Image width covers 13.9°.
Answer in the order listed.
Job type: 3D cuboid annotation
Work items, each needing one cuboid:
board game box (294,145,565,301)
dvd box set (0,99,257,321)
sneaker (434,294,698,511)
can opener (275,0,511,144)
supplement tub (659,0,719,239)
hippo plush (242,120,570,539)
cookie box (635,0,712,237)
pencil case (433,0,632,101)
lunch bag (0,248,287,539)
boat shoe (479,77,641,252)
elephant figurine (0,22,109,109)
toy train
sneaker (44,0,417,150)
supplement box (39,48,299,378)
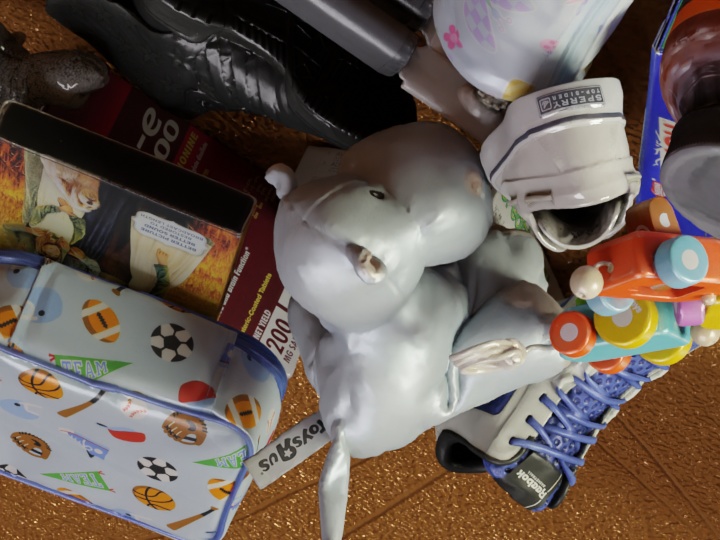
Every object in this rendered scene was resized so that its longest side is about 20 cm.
[{"bbox_3d":[0.050,0.007,1.698,0.126,0.035,0.200,9,148,27],"label":"board game box"},{"bbox_3d":[-0.145,-0.001,1.624,0.146,0.029,0.200,22,144,0],"label":"dvd box set"},{"bbox_3d":[0.117,0.070,1.621,0.199,0.116,0.081,-22,137,31],"label":"sneaker"},{"bbox_3d":[0.010,-0.121,1.488,0.200,0.053,0.066,35,152,-18],"label":"can opener"},{"bbox_3d":[0.187,-0.107,1.206,0.107,0.201,0.107,20,153,10],"label":"supplement tub"},{"bbox_3d":[0.000,0.000,1.521,0.159,0.200,0.161,40,159,47],"label":"hippo plush"},{"bbox_3d":[0.236,-0.056,1.390,0.199,0.075,0.171,19,154,11],"label":"cookie box"},{"bbox_3d":[0.099,-0.150,1.328,0.091,0.083,0.200,58,154,9],"label":"pencil case"},{"bbox_3d":[-0.148,0.072,1.629,0.199,0.076,0.160,22,146,-1],"label":"lunch bag"},{"bbox_3d":[0.102,-0.042,1.416,0.072,0.066,0.200,-11,172,-5],"label":"boat shoe"},{"bbox_3d":[-0.254,-0.135,1.620,0.155,0.142,0.200,1,163,-35],"label":"elephant figurine"},{"bbox_3d":[0.130,0.004,1.404,0.150,0.056,0.200,2,165,-27],"label":"toy train"},{"bbox_3d":[-0.069,-0.112,1.568,0.199,0.060,0.104,34,151,-5],"label":"sneaker"},{"bbox_3d":[-0.113,-0.025,1.699,0.200,0.109,0.061,33,149,-15],"label":"supplement box"}]
